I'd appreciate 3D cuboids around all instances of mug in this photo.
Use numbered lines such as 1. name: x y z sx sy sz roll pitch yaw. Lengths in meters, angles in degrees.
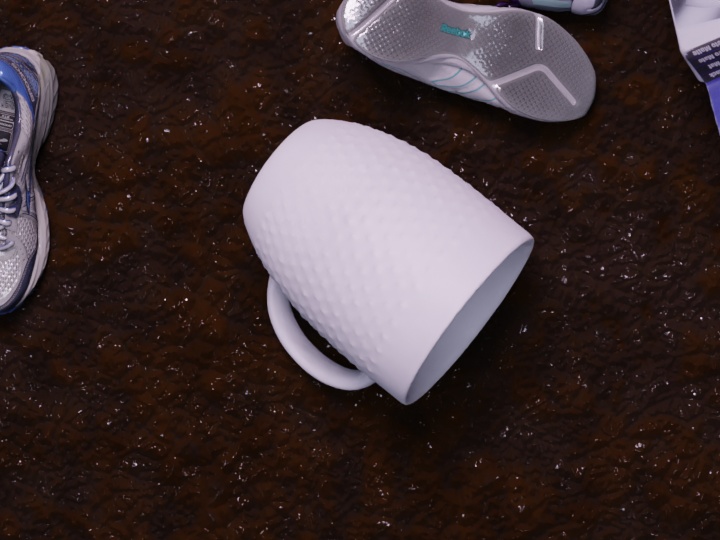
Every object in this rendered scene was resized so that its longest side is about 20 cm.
1. mug: 0.000 0.000 1.199 0.175 0.147 0.201 39 128 12

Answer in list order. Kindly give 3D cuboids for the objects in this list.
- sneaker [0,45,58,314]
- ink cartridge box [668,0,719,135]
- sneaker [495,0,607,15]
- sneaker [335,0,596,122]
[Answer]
1. sneaker: -0.276 -0.067 1.253 0.076 0.085 0.203 4 95 8
2. ink cartridge box: 0.293 -0.211 1.099 0.198 0.040 0.202 -22 69 30
3. sneaker: 0.132 -0.282 1.187 0.086 0.074 0.203 1 95 13
4. sneaker: 0.075 -0.160 1.207 0.198 0.080 0.071 19 89 -12
